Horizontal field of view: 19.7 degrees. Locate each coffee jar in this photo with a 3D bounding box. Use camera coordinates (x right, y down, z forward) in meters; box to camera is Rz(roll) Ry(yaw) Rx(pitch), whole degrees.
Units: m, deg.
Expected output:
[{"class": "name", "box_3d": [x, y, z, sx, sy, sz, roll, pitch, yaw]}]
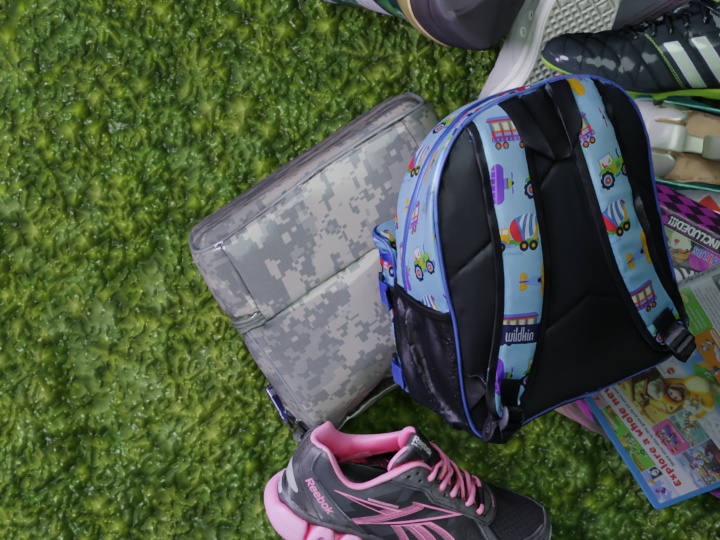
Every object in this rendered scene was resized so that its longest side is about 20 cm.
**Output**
[{"class": "coffee jar", "box_3d": [0.030, -0.217, 1.389, 0.199, 0.085, 0.105, 25, 86, 44]}]

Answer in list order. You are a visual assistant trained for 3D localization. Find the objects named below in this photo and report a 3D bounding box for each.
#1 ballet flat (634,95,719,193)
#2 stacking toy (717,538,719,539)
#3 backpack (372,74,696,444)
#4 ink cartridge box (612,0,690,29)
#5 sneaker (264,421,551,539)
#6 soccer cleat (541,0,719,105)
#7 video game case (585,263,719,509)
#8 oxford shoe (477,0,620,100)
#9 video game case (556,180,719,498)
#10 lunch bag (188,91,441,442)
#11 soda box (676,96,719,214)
[{"class": "ballet flat", "box_3d": [0.225, -0.083, 1.364, 0.198, 0.070, 0.068, 9, 85, 2]}, {"class": "stacking toy", "box_3d": [0.265, 0.216, 1.384, 0.198, 0.146, 0.147, -16, 83, 14]}, {"class": "backpack", "box_3d": [0.096, -0.021, 1.266, 0.181, 0.134, 0.202, -22, 112, -24]}, {"class": "ink cartridge box", "box_3d": [0.182, -0.235, 1.421, 0.066, 0.116, 0.202, -8, 82, -23]}, {"class": "sneaker", "box_3d": [0.040, 0.148, 1.374, 0.198, 0.079, 0.096, 11, 127, -14]}, {"class": "soccer cleat", "box_3d": [0.217, -0.148, 1.344, 0.198, 0.068, 0.082, 4, 110, -8]}, {"class": "video game case", "box_3d": [0.244, 0.066, 1.354, 0.199, 0.018, 0.144, -25, 108, 29]}, {"class": "oxford shoe", "box_3d": [0.120, -0.135, 1.410, 0.075, 0.058, 0.201, 7, 127, -21]}, {"class": "video game case", "box_3d": [0.225, 0.051, 1.384, 0.199, 0.036, 0.182, 28, 123, 3]}, {"class": "lunch bag", "box_3d": [0.000, 0.000, 1.388, 0.199, 0.139, 0.168, -33, 98, -1]}, {"class": "soda box", "box_3d": [0.255, -0.031, 1.428, 0.063, 0.068, 0.200, -40, 86, -4]}]
